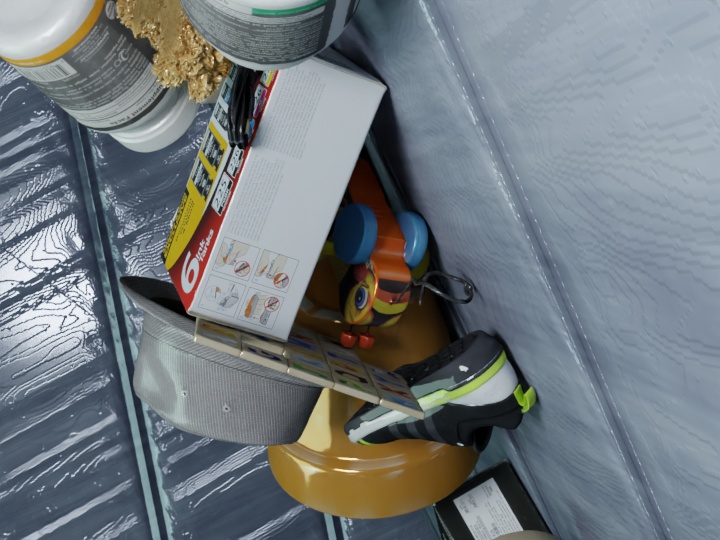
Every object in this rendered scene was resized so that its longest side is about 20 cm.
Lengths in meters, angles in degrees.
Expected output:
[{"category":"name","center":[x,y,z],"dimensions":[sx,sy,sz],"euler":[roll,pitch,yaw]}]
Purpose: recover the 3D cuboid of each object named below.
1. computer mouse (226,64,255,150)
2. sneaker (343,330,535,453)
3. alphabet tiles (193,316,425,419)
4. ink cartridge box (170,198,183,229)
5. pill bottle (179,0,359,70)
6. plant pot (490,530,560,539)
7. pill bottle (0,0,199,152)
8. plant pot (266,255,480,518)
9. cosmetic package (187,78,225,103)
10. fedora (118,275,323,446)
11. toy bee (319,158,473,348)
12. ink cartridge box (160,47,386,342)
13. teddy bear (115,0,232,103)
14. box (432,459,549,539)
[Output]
[{"category":"computer mouse","center":[-0.069,-0.178,0.986],"dimensions":[0.059,0.034,0.202],"euler":[101,173,-76]},{"category":"sneaker","center":[0.060,0.116,1.107],"dimensions":[0.083,0.072,0.200],"euler":[50,145,-6]},{"category":"alphabet tiles","center":[-0.042,0.059,1.052],"dimensions":[0.165,0.008,0.200],"euler":[19,-175,-8]},{"category":"ink cartridge box","center":[-0.113,-0.015,1.338],"dimensions":[0.201,0.084,0.146],"euler":[96,-169,-48]},{"category":"pill bottle","center":[-0.051,-0.178,0.797],"dimensions":[0.114,0.112,0.200],"euler":[62,174,2]},{"category":"plant pot","center":[0.163,0.330,1.090],"dimensions":[0.200,0.187,0.188],"euler":[31,151,52]},{"category":"pill bottle","center":[-0.223,-0.187,1.210],"dimensions":[0.117,0.116,0.200],"euler":[58,-172,32]},{"category":"plant pot","center":[0.006,0.085,1.274],"dimensions":[0.200,0.198,0.185],"euler":[-126,26,-54]},{"category":"cosmetic package","center":[-0.128,-0.247,1.173],"dimensions":[0.105,0.071,0.201],"euler":[-50,62,41]},{"category":"fedora","center":[-0.110,0.081,1.129],"dimensions":[0.198,0.091,0.177],"euler":[20,-176,5]},{"category":"toy bee","center":[0.000,0.000,1.124],"dimensions":[0.130,0.109,0.201],"euler":[20,-154,-15]},{"category":"ink cartridge box","center":[-0.076,-0.076,1.075],"dimensions":[0.083,0.202,0.176],"euler":[17,-168,-22]},{"category":"teddy bear","center":[-0.132,-0.203,1.077],"dimensions":[0.200,0.066,0.147],"euler":[23,104,61]},{"category":"box","center":[0.156,0.307,1.386],"dimensions":[0.201,0.086,0.164],"euler":[60,175,22]}]
